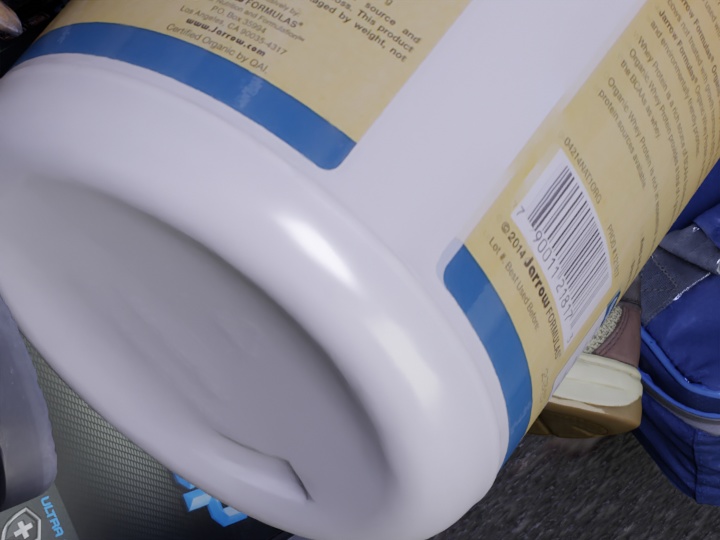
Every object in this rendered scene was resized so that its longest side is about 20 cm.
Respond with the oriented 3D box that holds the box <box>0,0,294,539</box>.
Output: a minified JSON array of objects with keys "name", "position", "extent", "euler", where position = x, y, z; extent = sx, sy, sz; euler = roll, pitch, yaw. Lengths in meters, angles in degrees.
[{"name":"box","position":[-0.078,0.014,0.840],"extent":[0.158,0.046,0.201],"euler":[-31,126,-18]}]

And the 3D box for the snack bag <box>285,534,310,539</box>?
[{"name":"snack bag","position":[-0.081,0.118,0.917],"extent":[0.199,0.021,0.189],"euler":[-21,-162,27]}]

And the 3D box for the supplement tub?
[{"name":"supplement tub","position":[0.015,-0.051,0.643],"extent":[0.200,0.144,0.145],"euler":[-52,160,-26]}]

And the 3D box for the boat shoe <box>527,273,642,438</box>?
[{"name":"boat shoe","position":[0.000,0.000,0.819],"extent":[0.199,0.065,0.073],"euler":[19,159,-29]}]

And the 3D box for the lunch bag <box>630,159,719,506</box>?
[{"name":"lunch bag","position":[0.168,-0.008,1.115],"extent":[0.199,0.136,0.133],"euler":[-33,152,-13]}]

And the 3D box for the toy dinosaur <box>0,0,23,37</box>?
[{"name":"toy dinosaur","position":[-0.079,-0.122,0.622],"extent":[0.199,0.136,0.086],"euler":[-29,151,-23]}]

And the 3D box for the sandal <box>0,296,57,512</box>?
[{"name":"sandal","position":[-0.143,-0.022,0.641],"extent":[0.043,0.201,0.076],"euler":[-37,-176,-25]}]
